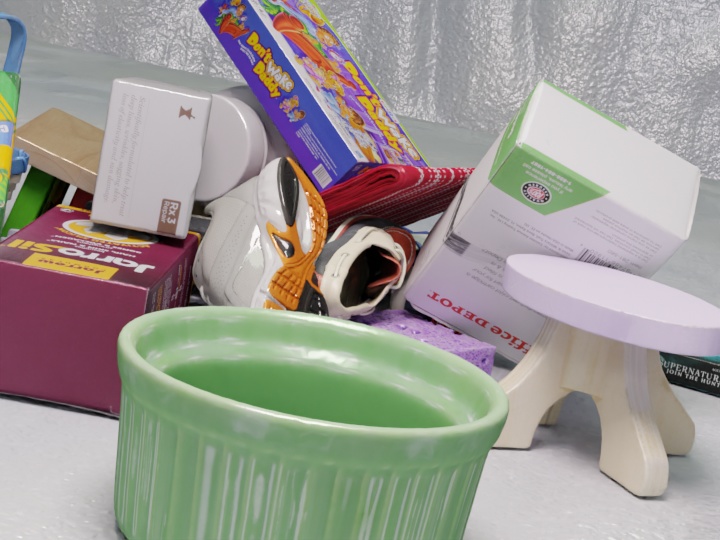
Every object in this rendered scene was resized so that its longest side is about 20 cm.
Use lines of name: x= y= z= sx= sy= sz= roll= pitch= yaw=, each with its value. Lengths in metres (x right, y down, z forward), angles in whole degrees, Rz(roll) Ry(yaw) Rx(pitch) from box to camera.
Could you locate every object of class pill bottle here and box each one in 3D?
pill bottle: x=-0.087 y=-0.100 z=1.320 sx=0.119 sy=0.120 sz=0.200 roll=16 pitch=6 yaw=24

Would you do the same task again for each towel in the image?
towel: x=0.034 y=-0.061 z=1.232 sx=0.144 sy=0.023 sz=0.200 roll=-19 pitch=-7 yaw=36

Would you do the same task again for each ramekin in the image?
ramekin: x=-0.031 y=0.092 z=0.759 sx=0.199 sy=0.098 sz=0.200 roll=10 pitch=12 yaw=-2

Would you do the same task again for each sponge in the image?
sponge: x=-0.007 y=0.058 z=1.120 sx=0.199 sy=0.030 sz=0.111 roll=1 pitch=14 yaw=-41

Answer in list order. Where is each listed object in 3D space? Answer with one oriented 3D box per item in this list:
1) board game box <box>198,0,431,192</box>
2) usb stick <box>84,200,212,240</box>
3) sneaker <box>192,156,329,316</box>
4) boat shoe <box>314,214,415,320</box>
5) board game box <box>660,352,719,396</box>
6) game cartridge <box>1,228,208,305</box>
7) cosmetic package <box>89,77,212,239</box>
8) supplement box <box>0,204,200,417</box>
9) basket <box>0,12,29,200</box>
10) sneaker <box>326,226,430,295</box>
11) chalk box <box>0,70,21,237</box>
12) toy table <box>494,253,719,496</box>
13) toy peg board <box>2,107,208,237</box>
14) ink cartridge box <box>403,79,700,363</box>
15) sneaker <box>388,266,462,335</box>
board game box: x=-0.038 y=-0.154 z=1.275 sx=0.200 sy=0.045 sz=0.134 roll=56 pitch=24 yaw=16
usb stick: x=-0.126 y=-0.028 z=1.217 sx=0.199 sy=0.033 sz=0.055 roll=9 pitch=18 yaw=-29
sneaker: x=-0.075 y=0.020 z=1.026 sx=0.092 sy=0.201 sz=0.076 roll=-22 pitch=-45 yaw=27
boat shoe: x=0.000 y=0.000 z=1.143 sx=0.062 sy=0.072 sz=0.200 roll=2 pitch=10 yaw=27
board game box: x=0.254 y=0.063 z=1.336 sx=0.199 sy=0.028 sz=0.135 roll=16 pitch=13 yaw=22
game cartridge: x=-0.167 y=0.001 z=1.165 sx=0.199 sy=0.041 sz=0.133 roll=10 pitch=3 yaw=7
cosmetic package: x=-0.151 y=-0.087 z=1.096 sx=0.074 sy=0.102 sz=0.200 roll=11 pitch=5 yaw=-6
supplement box: x=-0.180 y=0.021 z=0.994 sx=0.110 sy=0.086 sz=0.200 roll=11 pitch=12 yaw=0
basket: x=-0.343 y=-0.108 z=1.173 sx=0.139 sy=0.201 sz=0.176 roll=18 pitch=15 yaw=31
sneaker: x=0.033 y=-0.011 z=1.359 sx=0.115 sy=0.081 sz=0.199 roll=11 pitch=10 yaw=13
chalk box: x=-0.299 y=-0.037 z=0.989 sx=0.124 sy=0.124 sz=0.200 roll=7 pitch=38 yaw=-15
toy table: x=0.159 y=0.066 z=1.015 sx=0.183 sy=0.118 sz=0.200 roll=8 pitch=11 yaw=-14
toy peg board: x=-0.223 y=-0.051 z=1.349 sx=0.198 sy=0.098 sz=0.200 roll=26 pitch=11 yaw=-6
ink cartridge box: x=0.143 y=-0.026 z=1.149 sx=0.146 sy=0.200 sz=0.085 roll=29 pitch=48 yaw=-7
sneaker: x=0.100 y=0.020 z=1.303 sx=0.084 sy=0.075 sz=0.200 roll=14 pitch=22 yaw=25
